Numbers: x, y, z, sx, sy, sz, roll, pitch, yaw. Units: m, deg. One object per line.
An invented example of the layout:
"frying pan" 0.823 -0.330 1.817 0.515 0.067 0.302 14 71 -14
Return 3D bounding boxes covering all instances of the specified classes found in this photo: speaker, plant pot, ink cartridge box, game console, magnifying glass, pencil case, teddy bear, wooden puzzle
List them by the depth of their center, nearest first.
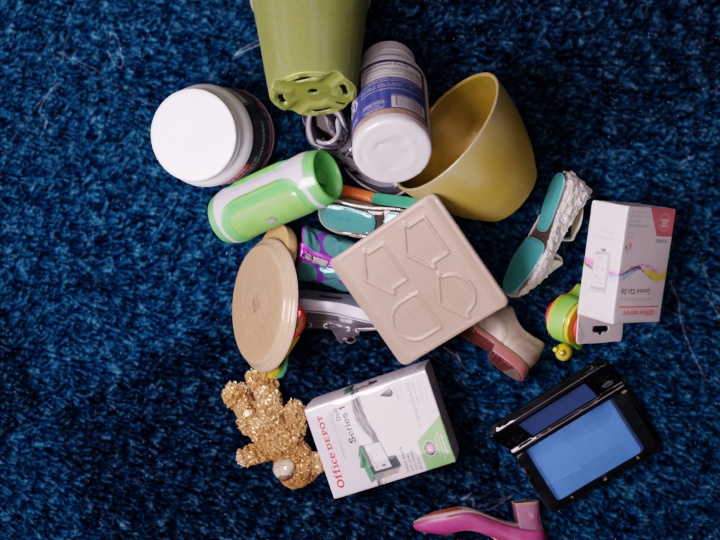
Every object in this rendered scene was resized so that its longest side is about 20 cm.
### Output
"plant pot" -0.066 -0.324 1.492 0.196 0.200 0.194 -6 71 10
"wooden puzzle" 0.082 0.011 1.511 0.198 0.046 0.186 -31 100 28
"ink cartridge box" 0.369 0.008 1.521 0.067 0.115 0.204 15 102 49
"plant pot" 0.165 -0.152 1.522 0.141 0.201 0.200 37 102 -24
"speaker" -0.124 -0.104 1.559 0.198 0.088 0.090 -20 93 32
"game console" 0.310 0.241 1.567 0.198 0.176 0.118 -34 62 11
"magnifying glass" 0.039 -0.099 1.599 0.197 0.080 0.023 18 82 18
"pencil case" 0.000 0.000 1.601 0.196 0.092 0.087 15 99 7
"ink cartridge box" 0.032 0.238 1.625 0.197 0.084 0.149 -20 92 11
"teddy bear" -0.138 0.245 1.664 0.142 0.067 0.204 -15 93 13

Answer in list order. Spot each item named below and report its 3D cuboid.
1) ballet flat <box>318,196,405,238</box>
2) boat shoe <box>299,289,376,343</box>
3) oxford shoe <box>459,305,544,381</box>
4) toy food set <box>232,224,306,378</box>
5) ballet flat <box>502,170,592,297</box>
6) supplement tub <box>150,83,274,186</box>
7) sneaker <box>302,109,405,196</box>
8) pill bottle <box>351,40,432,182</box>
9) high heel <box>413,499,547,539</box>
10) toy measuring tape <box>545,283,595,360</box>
"ballet flat" 0.035 -0.070 1.584 0.197 0.062 0.069 20 112 13
"boat shoe" -0.029 0.076 1.628 0.196 0.070 0.068 7 106 9
"oxford shoe" 0.183 0.070 1.602 0.200 0.071 0.075 44 75 4
"toy food set" -0.134 0.050 1.595 0.199 0.048 0.202 -57 42 38
"ballet flat" 0.276 -0.043 1.566 0.071 0.072 0.203 26 101 6
"supplement tub" -0.209 -0.193 1.559 0.137 0.200 0.143 1 97 9
"sneaker" -0.013 -0.176 1.572 0.199 0.114 0.076 41 101 3
"pill bottle" 0.041 -0.227 1.511 0.109 0.202 0.112 0 136 0
"high heel" 0.179 0.402 1.624 0.196 0.067 0.098 -7 85 7
"toy measuring tape" 0.310 0.034 1.558 0.072 0.074 0.204 15 102 7
